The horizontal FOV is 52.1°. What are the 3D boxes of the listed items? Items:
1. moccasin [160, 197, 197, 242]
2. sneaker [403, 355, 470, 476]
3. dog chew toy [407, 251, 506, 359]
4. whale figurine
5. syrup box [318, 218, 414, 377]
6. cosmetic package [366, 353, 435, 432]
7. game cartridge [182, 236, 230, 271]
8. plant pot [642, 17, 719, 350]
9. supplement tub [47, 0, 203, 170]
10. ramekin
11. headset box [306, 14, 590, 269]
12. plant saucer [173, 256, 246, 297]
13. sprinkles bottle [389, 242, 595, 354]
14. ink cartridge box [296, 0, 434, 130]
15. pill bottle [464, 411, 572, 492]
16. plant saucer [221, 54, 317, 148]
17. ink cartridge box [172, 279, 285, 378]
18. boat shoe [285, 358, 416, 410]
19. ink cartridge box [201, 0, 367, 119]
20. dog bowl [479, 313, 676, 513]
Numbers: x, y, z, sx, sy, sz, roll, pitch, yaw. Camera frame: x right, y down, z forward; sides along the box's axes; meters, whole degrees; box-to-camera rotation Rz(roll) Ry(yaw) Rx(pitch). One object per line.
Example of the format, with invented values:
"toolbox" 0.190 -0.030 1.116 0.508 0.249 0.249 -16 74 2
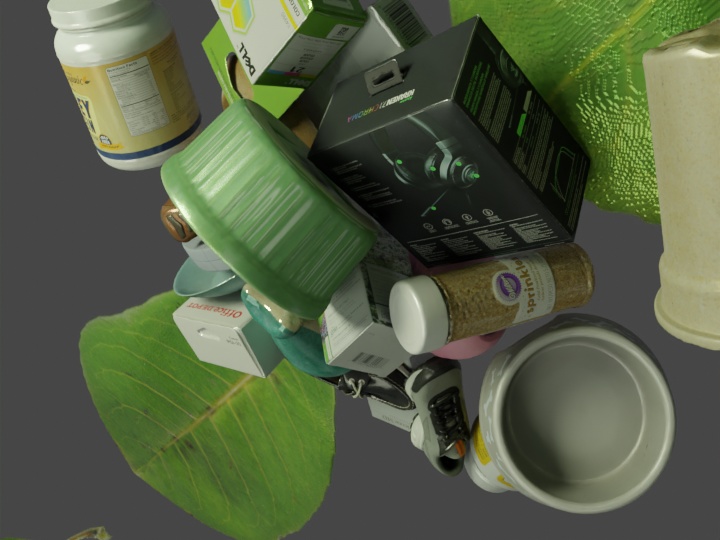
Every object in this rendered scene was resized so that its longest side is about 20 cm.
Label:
"moccasin" -0.172 -0.111 0.891 0.077 0.202 0.074 -21 111 23
"sneaker" 0.101 0.170 0.876 0.080 0.073 0.202 53 161 41
"dog chew toy" 0.073 0.024 0.832 0.198 0.124 0.126 16 136 47
"whale figurine" -0.064 0.064 0.823 0.158 0.199 0.105 39 101 23
"syrup box" 0.000 0.000 0.777 0.078 0.203 0.081 18 134 -36
"cosmetic package" 0.052 0.118 0.981 0.100 0.071 0.203 14 134 36
"game cartridge" -0.152 -0.056 0.897 0.041 0.132 0.199 57 164 -19
"plant pot" 0.274 -0.076 0.481 0.199 0.199 0.186 -5 110 47
"supplement tub" -0.286 -0.244 0.909 0.143 0.144 0.203 18 136 33
"ramekin" -0.075 -0.062 0.677 0.200 0.098 0.200 44 -171 -9
"headset box" 0.075 -0.103 0.655 0.172 0.094 0.199 -12 139 46
"plant saucer" -0.145 -0.023 0.934 0.199 0.202 0.039 -6 128 48
"sprinkles bottle" 0.126 0.023 0.698 0.068 0.197 0.069 43 139 53
"ink cartridge box" 0.003 -0.182 0.755 0.109 0.050 0.199 52 146 -9
"pill bottle" 0.195 0.193 0.872 0.111 0.111 0.201 39 144 8
"plant saucer" -0.101 -0.150 0.848 0.200 0.035 0.201 45 165 16
"ink cartridge box" -0.124 0.035 0.967 0.145 0.200 0.084 6 131 42
"boat shoe" -0.013 0.129 0.941 0.198 0.060 0.075 30 137 19
"ink cartridge box" -0.105 -0.233 0.709 0.199 0.075 0.150 -39 72 38
"dog bowl" 0.217 0.144 0.732 0.199 0.201 0.059 39 -177 8
